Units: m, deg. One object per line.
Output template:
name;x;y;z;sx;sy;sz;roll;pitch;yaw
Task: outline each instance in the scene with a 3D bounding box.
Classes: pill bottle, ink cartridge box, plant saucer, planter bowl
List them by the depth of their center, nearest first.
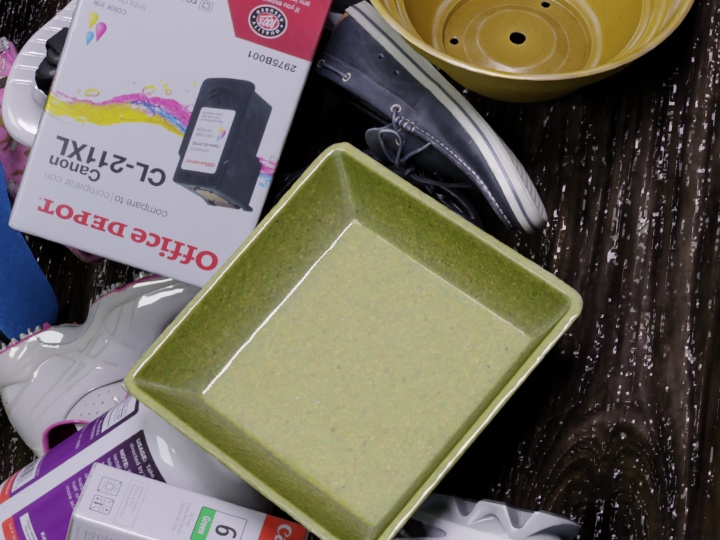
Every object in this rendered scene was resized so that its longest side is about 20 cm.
plant saucer;0.000;0.052;1.409;0.200;0.048;0.200;34;76;29
planter bowl;0.095;-0.160;1.426;0.200;0.084;0.201;1;53;-2
ink cartridge box;-0.076;0.192;1.436;0.050;0.199;0.109;-72;-3;-50
ink cartridge box;-0.113;-0.102;1.468;0.083;0.145;0.201;-111;39;-78
pill bottle;-0.130;0.136;1.518;0.200;0.112;0.113;-33;60;25

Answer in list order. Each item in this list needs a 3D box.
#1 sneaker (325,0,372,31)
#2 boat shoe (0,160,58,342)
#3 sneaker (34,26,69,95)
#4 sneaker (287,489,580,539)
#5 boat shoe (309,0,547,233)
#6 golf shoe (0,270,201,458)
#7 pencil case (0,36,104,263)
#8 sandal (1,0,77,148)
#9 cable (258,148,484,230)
sneaker;-0.012;-0.196;1.549;0.199;0.080;0.086;5;54;26
boat shoe;-0.275;-0.032;1.637;0.069;0.084;0.200;16;130;50
sneaker;-0.168;-0.165;1.560;0.111;0.077;0.200;-25;72;-3
sneaker;0.027;0.169;1.415;0.200;0.074;0.089;8;80;39
boat shoe;0.039;-0.082;1.447;0.062;0.075;0.200;-43;58;1
golf shoe;-0.155;0.059;1.595;0.200;0.075;0.092;-28;77;30
pencil case;-0.218;-0.085;1.668;0.083;0.087;0.200;-37;51;-18
sandal;-0.171;-0.152;1.641;0.082;0.050;0.203;30;62;3
cable;0.000;0.000;1.498;0.163;0.051;0.200;-45;55;18
